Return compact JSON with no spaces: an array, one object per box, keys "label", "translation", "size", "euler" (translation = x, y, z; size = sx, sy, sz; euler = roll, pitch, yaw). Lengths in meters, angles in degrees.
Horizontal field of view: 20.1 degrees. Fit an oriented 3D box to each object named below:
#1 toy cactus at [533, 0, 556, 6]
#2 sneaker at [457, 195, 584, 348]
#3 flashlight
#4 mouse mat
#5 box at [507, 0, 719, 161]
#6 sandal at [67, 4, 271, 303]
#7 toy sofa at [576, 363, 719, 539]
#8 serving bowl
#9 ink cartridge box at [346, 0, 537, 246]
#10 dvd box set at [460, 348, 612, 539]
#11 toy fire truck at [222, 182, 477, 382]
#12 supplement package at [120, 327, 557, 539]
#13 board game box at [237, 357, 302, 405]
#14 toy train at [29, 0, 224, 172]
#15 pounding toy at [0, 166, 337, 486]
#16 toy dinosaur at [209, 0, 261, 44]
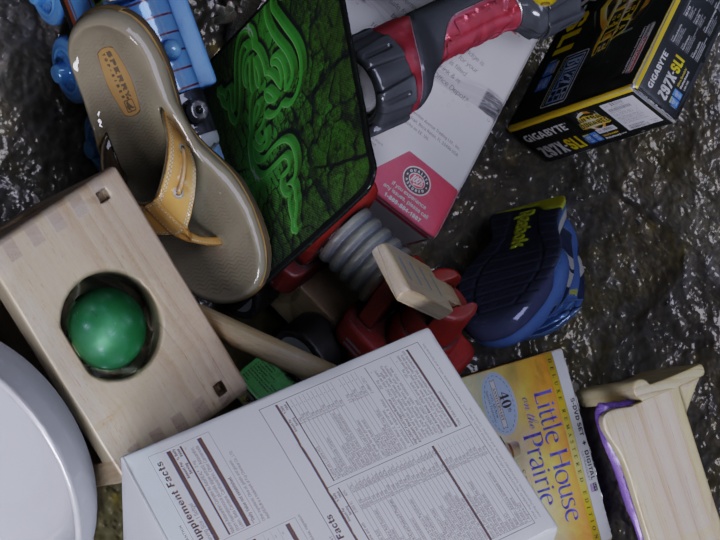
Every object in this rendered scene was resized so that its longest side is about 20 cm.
[{"label":"toy cactus","translation":[0.079,-0.242,1.361],"size":[0.165,0.198,0.103],"euler":[-52,146,-55]},{"label":"sneaker","translation":[0.120,0.015,1.416],"size":[0.200,0.073,0.083],"euler":[-55,131,-63]},{"label":"flashlight","translation":[0.068,-0.155,1.367],"size":[0.199,0.068,0.068],"euler":[-26,122,-31]},{"label":"mouse mat","translation":[-0.052,-0.093,1.296],"size":[0.007,0.161,0.202],"euler":[18,47,-34]},{"label":"box","translation":[0.205,-0.183,1.486],"size":[0.049,0.159,0.201],"euler":[36,68,-18]},{"label":"sandal","translation":[-0.126,-0.065,1.243],"size":[0.201,0.080,0.054],"euler":[63,26,-10]},{"label":"toy sofa","translation":[0.219,0.175,1.482],"size":[0.097,0.083,0.202],"euler":[-19,91,-25]},{"label":"serving bowl","translation":[-0.233,0.111,1.193],"size":[0.201,0.199,0.066],"euler":[57,36,-9]},{"label":"ink cartridge box","translation":[0.023,-0.138,1.422],"size":[0.145,0.085,0.201],"euler":[37,68,-19]},{"label":"dvd box set","translation":[0.076,0.149,1.436],"size":[0.198,0.029,0.148],"euler":[-13,88,-29]},{"label":"toy fire truck","translation":[0.000,0.000,1.294],"size":[0.176,0.200,0.128],"euler":[46,53,8]},{"label":"supplement package","translation":[-0.018,0.164,1.171],"size":[0.199,0.152,0.151],"euler":[-22,59,-20]},{"label":"board game box","translation":[0.012,0.119,1.366],"size":[0.200,0.023,0.105],"euler":[47,56,8]},{"label":"toy train","translation":[-0.149,-0.146,1.311],"size":[0.086,0.114,0.202],"euler":[-21,92,-29]},{"label":"pounding toy","translation":[-0.144,0.039,1.235],"size":[0.142,0.199,0.185],"euler":[-36,100,-29]},{"label":"toy dinosaur","translation":[-0.087,-0.231,1.379],"size":[0.201,0.076,0.103],"euler":[61,27,-22]}]
